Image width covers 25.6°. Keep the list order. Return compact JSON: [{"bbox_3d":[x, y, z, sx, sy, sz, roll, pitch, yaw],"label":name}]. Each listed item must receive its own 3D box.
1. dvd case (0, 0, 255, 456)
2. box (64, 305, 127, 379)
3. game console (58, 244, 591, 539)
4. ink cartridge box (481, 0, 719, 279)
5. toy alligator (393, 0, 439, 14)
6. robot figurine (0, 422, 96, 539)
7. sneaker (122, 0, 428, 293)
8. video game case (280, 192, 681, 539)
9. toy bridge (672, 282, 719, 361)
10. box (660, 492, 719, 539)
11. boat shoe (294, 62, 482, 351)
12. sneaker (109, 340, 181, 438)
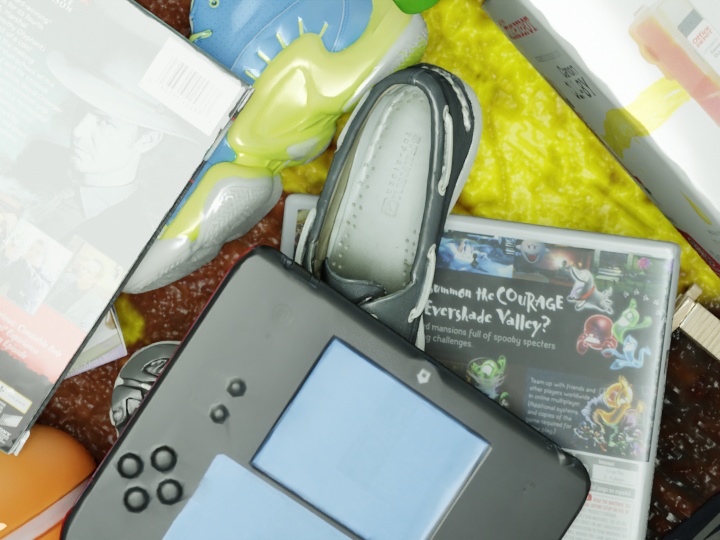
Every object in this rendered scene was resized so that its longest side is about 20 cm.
[{"bbox_3d":[-0.160,-0.040,0.711,0.145,0.022,0.201,33,92,-7],"label":"dvd case"},{"bbox_3d":[-0.210,0.052,0.755,0.198,0.041,0.039,-22,115,-8],"label":"box"},{"bbox_3d":[-0.017,0.113,0.716,0.199,0.031,0.178,34,94,-12],"label":"game console"},{"bbox_3d":[0.153,-0.082,0.739,0.083,0.145,0.200,-42,95,3],"label":"ink cartridge box"},{"bbox_3d":[0.075,-0.191,0.656,0.200,0.059,0.054,-46,56,4],"label":"toy alligator"},{"bbox_3d":[-0.152,0.159,0.764,0.143,0.117,0.202,-29,94,16],"label":"robot figurine"},{"bbox_3d":[-0.066,-0.084,0.771,0.200,0.076,0.105,-42,86,-9],"label":"sneaker"},{"bbox_3d":[0.047,0.065,0.775,0.197,0.023,0.184,8,95,20],"label":"video game case"},{"bbox_3d":[0.111,0.088,0.810,0.067,0.027,0.201,37,92,-3],"label":"toy bridge"},{"bbox_3d":[0.169,0.213,0.737,0.199,0.197,0.118,-39,96,1],"label":"box"},{"bbox_3d":[0.000,0.000,0.745,0.075,0.060,0.203,16,98,17],"label":"boat shoe"},{"bbox_3d":[-0.049,0.117,0.768,0.073,0.079,0.202,-30,98,-2],"label":"sneaker"}]
